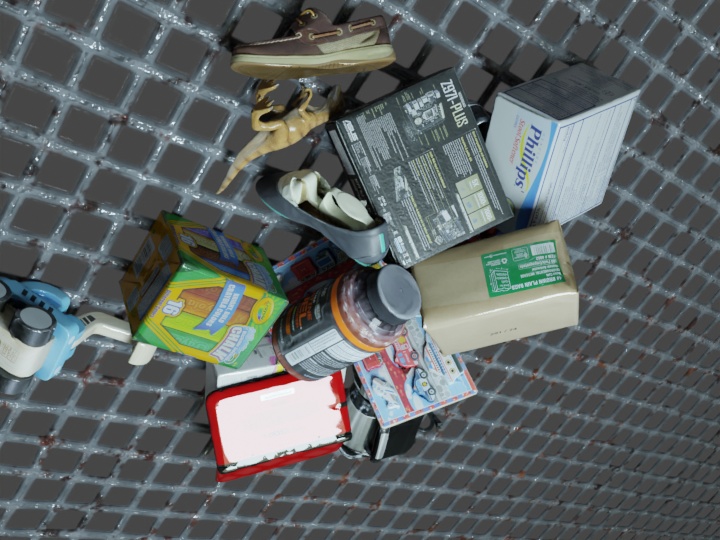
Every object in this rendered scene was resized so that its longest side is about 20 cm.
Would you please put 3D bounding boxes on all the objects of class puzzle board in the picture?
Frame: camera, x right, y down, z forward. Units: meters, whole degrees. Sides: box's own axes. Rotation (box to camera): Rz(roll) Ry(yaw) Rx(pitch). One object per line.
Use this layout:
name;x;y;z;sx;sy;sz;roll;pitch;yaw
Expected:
puzzle board;0.061;0.112;1.235;0.150;0.201;0.017;-18;156;-15
puzzle board;-0.047;0.038;1.154;0.199;0.017;0.151;-28;108;20

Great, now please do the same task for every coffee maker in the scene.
coffee maker;0.058;0.187;1.344;0.192;0.135;0.200;-21;146;-36

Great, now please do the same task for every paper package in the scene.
paper package;0.179;0.030;1.127;0.199;0.104;0.191;-14;162;10

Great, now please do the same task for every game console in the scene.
game console;-0.125;0.227;1.258;0.199;0.119;0.173;-12;100;-16

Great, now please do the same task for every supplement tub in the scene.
supplement tub;-0.016;0.061;1.062;0.107;0.107;0.200;16;146;-38

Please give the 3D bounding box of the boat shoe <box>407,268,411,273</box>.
boat shoe;0.000;0.000;1.180;0.199;0.072;0.072;-13;132;-9

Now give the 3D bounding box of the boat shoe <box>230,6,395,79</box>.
boat shoe;-0.055;-0.261;0.965;0.199;0.072;0.072;-10;94;-22

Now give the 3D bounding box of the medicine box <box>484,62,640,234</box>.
medicine box;0.260;-0.161;1.150;0.200;0.103;0.183;-25;138;-38

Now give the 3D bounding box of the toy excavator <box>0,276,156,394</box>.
toy excavator;-0.363;0.069;1.039;0.194;0.200;0.100;33;114;4

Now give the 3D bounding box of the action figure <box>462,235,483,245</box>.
action figure;0.069;-0.082;1.143;0.200;0.065;0.052;34;106;-12

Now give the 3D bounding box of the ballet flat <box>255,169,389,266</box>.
ballet flat;-0.045;-0.082;1.026;0.073;0.200;0.073;-44;155;-27

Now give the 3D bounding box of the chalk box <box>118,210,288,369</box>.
chalk box;-0.181;0.033;1.079;0.200;0.124;0.125;22;114;-36

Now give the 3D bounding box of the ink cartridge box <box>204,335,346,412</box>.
ink cartridge box;-0.125;0.159;1.263;0.199;0.068;0.117;-7;129;-23

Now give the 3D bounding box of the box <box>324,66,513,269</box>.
box;0.072;-0.126;1.062;0.163;0.086;0.201;-26;102;-8

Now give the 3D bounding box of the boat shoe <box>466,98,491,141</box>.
boat shoe;0.127;-0.131;1.165;0.071;0.068;0.201;5;124;-32

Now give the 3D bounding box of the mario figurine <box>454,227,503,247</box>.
mario figurine;0.178;-0.062;1.265;0.199;0.106;0.124;-21;100;-27

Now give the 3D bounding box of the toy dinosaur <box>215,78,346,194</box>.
toy dinosaur;-0.103;-0.164;1.014;0.200;0.060;0.106;-32;137;-2
